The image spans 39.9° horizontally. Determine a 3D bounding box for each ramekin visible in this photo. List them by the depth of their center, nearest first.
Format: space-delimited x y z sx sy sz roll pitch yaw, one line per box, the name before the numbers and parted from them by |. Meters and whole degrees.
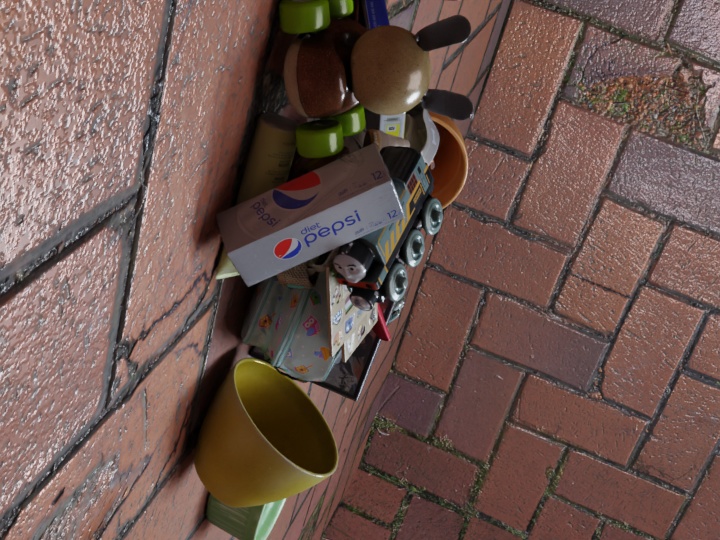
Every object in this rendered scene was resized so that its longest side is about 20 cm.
ramekin | -0.177 0.351 1.651 0.200 0.096 0.203 22 90 -81

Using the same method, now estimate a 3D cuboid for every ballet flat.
ballet flat | -0.032 -0.057 1.242 0.202 0.074 0.068 -60 144 -23

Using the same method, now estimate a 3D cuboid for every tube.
tube | -0.117 -0.081 1.157 0.052 0.057 0.202 -96 -157 -63

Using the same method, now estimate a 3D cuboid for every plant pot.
plant pot | -0.148 0.245 1.375 0.142 0.200 0.200 -43 178 16
plant pot | 0.083 -0.212 1.699 0.141 0.197 0.202 -86 -171 -54

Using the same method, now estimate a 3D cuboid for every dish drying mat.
dish drying mat | 0.000 0.000 1.401 0.077 0.018 0.203 -127 -163 -70

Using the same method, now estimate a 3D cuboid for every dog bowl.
dog bowl | 0.036 -0.172 1.505 0.199 0.059 0.201 -35 -151 22

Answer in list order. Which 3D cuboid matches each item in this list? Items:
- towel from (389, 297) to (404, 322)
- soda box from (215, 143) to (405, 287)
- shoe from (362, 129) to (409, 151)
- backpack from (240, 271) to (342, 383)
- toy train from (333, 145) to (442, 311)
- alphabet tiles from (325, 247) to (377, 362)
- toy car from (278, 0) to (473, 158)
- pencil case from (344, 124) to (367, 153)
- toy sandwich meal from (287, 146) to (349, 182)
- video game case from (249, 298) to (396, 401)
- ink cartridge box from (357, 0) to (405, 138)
towel | -0.009 0.064 1.722 0.199 0.048 0.172 -34 -154 19
soda box | -0.056 -0.061 1.102 0.069 0.197 0.064 63 4 -51
shoe | 0.017 -0.121 1.322 0.200 0.052 0.071 120 -39 -64
backpack | -0.076 0.060 1.359 0.178 0.152 0.200 -67 -164 -4
toy train | 0.030 -0.053 1.187 0.201 0.084 0.115 -60 141 -29
alphabet tiles | -0.002 0.009 1.252 0.167 0.006 0.203 -50 147 -48
toy car | 0.027 -0.222 1.080 0.158 0.197 0.167 -53 140 -59
pencil case | 0.012 -0.242 1.487 0.090 0.077 0.202 75 34 -52
toy sandwich meal | -0.083 -0.090 1.282 0.205 0.069 0.208 22 89 -81
video game case | -0.050 0.069 1.495 0.026 0.178 0.203 46 66 -82
ink cartridge box | 0.027 -0.267 1.336 0.201 0.046 0.201 97 -14 -64
